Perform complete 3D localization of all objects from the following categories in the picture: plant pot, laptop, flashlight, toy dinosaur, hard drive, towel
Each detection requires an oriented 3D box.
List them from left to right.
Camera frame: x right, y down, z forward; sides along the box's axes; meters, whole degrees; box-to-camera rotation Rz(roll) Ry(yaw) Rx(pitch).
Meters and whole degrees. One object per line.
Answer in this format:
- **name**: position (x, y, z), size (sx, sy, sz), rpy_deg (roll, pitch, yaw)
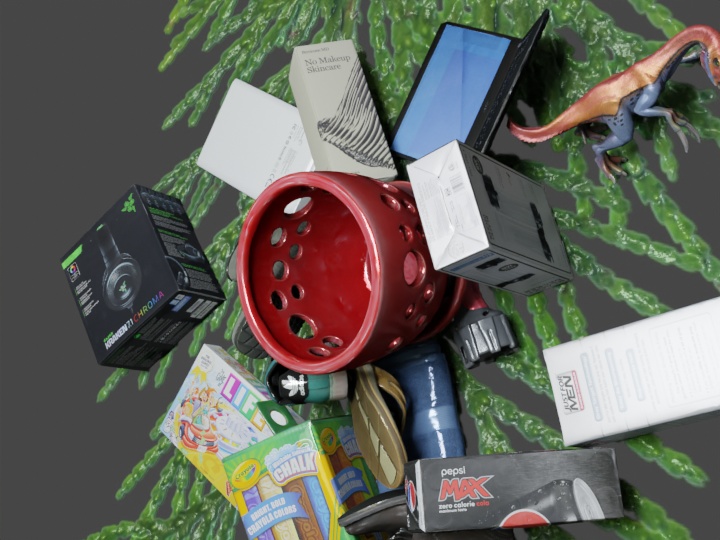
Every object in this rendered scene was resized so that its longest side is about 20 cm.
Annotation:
- **hard drive**: position (-0.124, -0.162, 1.284), size (0.200, 0.027, 0.132), rpy_deg (31, 99, 34)
- **plant pot**: position (0.000, 0.000, 1.001), size (0.200, 0.182, 0.201), rpy_deg (2, 93, 40)
- **towel**: position (0.064, 0.185, 1.069), size (0.111, 0.048, 0.201), rpy_deg (-21, 68, 31)
- **laptop**: position (0.111, -0.203, 1.071), size (0.103, 0.200, 0.178), rpy_deg (24, 89, -1)
- **flashlight**: position (0.117, 0.001, 1.063), size (0.068, 0.068, 0.201), rpy_deg (115, 139, -64)
- **toy dinosaur**: position (0.268, -0.166, 0.934), size (0.182, 0.199, 0.105), rpy_deg (106, 157, -58)

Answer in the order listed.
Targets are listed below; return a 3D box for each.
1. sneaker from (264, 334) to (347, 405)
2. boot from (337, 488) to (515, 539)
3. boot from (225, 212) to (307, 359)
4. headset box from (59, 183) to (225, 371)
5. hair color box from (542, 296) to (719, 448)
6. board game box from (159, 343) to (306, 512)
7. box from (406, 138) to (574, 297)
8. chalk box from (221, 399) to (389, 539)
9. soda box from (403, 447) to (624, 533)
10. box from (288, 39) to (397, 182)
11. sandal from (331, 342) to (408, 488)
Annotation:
- **sneaker**: position (-0.074, 0.113, 1.100), size (0.200, 0.080, 0.072), rpy_deg (174, 91, -76)
- **boot**: position (0.085, 0.303, 0.961), size (0.199, 0.069, 0.175), rpy_deg (-8, 83, -3)
- **boot**: position (-0.112, 0.012, 1.119), size (0.130, 0.068, 0.200), rpy_deg (3, 56, 46)
- **headset box**: position (-0.306, 0.006, 1.335), size (0.174, 0.093, 0.200), rpy_deg (-40, 60, 21)
- **hair color box**: position (0.286, 0.099, 0.925), size (0.199, 0.061, 0.099), rpy_deg (-21, 69, 29)
- **board game box**: position (-0.160, 0.203, 1.228), size (0.200, 0.034, 0.135), rpy_deg (35, 100, 35)
- **box**: position (0.135, -0.046, 0.974), size (0.060, 0.200, 0.117), rpy_deg (-26, 69, 29)
- **chalk box**: position (-0.060, 0.234, 1.073), size (0.124, 0.125, 0.201), rpy_deg (-25, 77, 20)
- **soda box**: position (0.145, 0.210, 0.924), size (0.199, 0.063, 0.071), rpy_deg (-2, 76, -11)
- **box**: position (-0.024, -0.178, 1.173), size (0.068, 0.082, 0.201), rpy_deg (111, 143, -64)
- **sandal**: position (0.018, 0.139, 1.047), size (0.081, 0.054, 0.200), rpy_deg (104, 152, -44)
